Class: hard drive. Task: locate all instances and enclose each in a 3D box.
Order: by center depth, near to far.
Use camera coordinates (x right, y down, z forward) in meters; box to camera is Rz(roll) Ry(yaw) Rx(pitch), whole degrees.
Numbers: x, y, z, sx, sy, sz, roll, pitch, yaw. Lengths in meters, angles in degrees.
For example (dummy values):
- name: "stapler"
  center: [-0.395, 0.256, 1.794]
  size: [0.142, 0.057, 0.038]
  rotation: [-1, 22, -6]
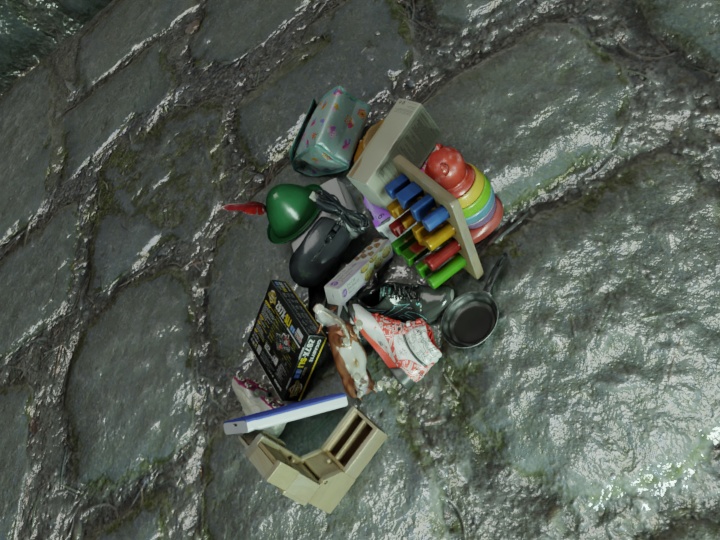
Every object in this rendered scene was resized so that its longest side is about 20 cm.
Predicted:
- name: "hard drive"
  center: [-0.138, 0.262, 1.409]
  size: [0.131, 0.197, 0.026]
  rotation: [-25, 77, 59]

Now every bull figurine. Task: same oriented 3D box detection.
- name: "bull figurine"
  center: [-0.023, 0.148, 1.435]
  size: [0.064, 0.203, 0.121]
  rotation: [-25, 4, -19]

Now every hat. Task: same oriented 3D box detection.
- name: "hat"
  center: [-0.190, -0.170, 1.647]
  size: [0.165, 0.176, 0.201]
  rotation: [-39, 32, 10]

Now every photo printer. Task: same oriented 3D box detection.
- name: "photo printer"
  center: [-0.085, -0.113, 1.699]
  size: [0.165, 0.070, 0.201]
  rotation: [-36, 33, 11]

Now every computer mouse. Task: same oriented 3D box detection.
- name: "computer mouse"
  center: [-0.083, -0.052, 1.581]
  size: [0.202, 0.137, 0.053]
  rotation: [-59, 2, 11]

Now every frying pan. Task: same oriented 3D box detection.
- name: "frying pan"
  center: [0.210, 0.060, 1.421]
  size: [0.113, 0.031, 0.193]
  rotation: [-4, 56, 33]

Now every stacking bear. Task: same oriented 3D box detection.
- name: "stacking bear"
  center: [0.186, -0.156, 1.462]
  size: [0.112, 0.200, 0.123]
  rotation: [-19, 51, 24]

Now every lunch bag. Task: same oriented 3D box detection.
- name: "lunch bag"
  center: [-0.084, -0.319, 1.820]
  size: [0.199, 0.121, 0.173]
  rotation: [-6, 58, 60]

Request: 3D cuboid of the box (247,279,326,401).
- name: "box"
  center: [-0.154, 0.141, 1.569]
  size: [0.200, 0.049, 0.162]
  rotation: [48, 121, 45]

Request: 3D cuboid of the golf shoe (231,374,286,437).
- name: "golf shoe"
  center: [-0.215, 0.280, 1.556]
  size: [0.199, 0.074, 0.093]
  rotation: [28, 98, 52]

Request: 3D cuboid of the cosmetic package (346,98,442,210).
- name: "cosmetic package"
  center: [0.071, -0.236, 1.567]
  size: [0.071, 0.105, 0.202]
  rotation: [26, 77, 45]

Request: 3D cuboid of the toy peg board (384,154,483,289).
- name: "toy peg board"
  center: [0.116, -0.078, 1.444]
  size: [0.097, 0.201, 0.200]
  rotation: [-36, 44, -9]

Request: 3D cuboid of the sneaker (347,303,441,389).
- name: "sneaker"
  center: [0.068, 0.114, 1.445]
  size: [0.108, 0.067, 0.202]
  rotation: [-41, 63, 3]

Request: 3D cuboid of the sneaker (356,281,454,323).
- name: "sneaker"
  center: [0.083, 0.061, 1.477]
  size: [0.197, 0.079, 0.076]
  rotation: [-15, 47, 25]

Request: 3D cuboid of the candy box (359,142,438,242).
- name: "candy box"
  center: [0.103, -0.181, 1.628]
  size: [0.198, 0.072, 0.169]
  rotation: [-35, 46, 12]

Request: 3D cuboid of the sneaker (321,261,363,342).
- name: "sneaker"
  center: [-0.047, 0.065, 1.560]
  size: [0.088, 0.067, 0.203]
  rotation: [-4, 55, -5]

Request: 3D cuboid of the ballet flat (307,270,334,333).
- name: "ballet flat"
  center: [-0.087, 0.057, 1.618]
  size: [0.065, 0.057, 0.203]
  rotation: [-20, 51, 23]

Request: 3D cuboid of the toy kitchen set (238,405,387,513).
- name: "toy kitchen set"
  center: [-0.100, 0.290, 1.373]
  size: [0.181, 0.200, 0.162]
  rotation: [-51, 47, -5]

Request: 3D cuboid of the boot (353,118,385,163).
- name: "boot"
  center: [0.027, -0.269, 1.695]
  size: [0.144, 0.071, 0.202]
  rotation: [-39, 10, 44]

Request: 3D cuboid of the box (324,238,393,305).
- name: "box"
  center: [0.000, 0.000, 1.538]
  size: [0.038, 0.042, 0.200]
  rotation: [8, 34, 34]
